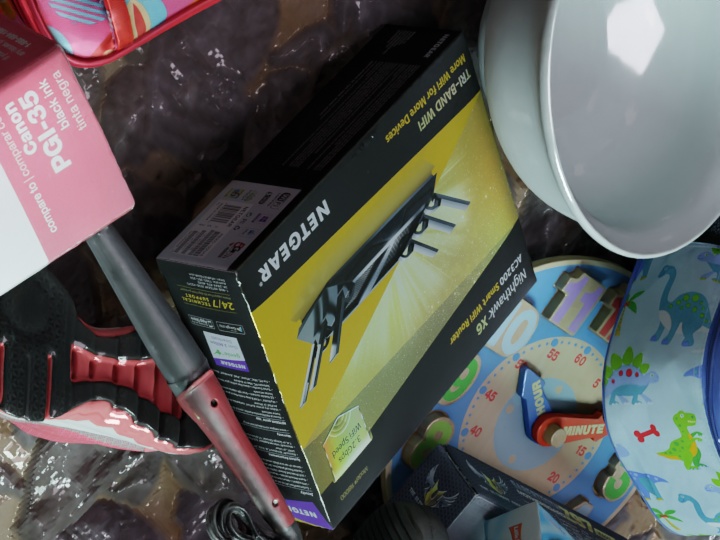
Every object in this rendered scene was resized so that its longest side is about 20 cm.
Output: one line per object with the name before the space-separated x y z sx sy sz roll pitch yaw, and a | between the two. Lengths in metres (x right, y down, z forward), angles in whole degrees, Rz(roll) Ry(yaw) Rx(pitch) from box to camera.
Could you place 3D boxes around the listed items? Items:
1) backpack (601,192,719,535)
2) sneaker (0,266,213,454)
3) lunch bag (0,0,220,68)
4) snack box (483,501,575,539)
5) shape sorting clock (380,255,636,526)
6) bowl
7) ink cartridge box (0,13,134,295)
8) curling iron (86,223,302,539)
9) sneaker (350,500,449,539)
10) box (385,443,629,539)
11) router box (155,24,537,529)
backpack | 0.223 0.039 1.227 0.183 0.146 0.201 51 53 -38
sneaker | -0.154 0.048 1.038 0.199 0.086 0.074 27 58 -45
lunch bag | -0.124 -0.194 0.959 0.175 0.082 0.201 -31 121 -19
snack box | 0.131 0.221 1.203 0.037 0.117 0.200 -22 137 22
shape sorting clock | 0.099 0.086 1.267 0.199 0.039 0.202 -15 117 -30
bowl | 0.123 -0.113 1.148 0.200 0.090 0.203 -14 109 -44
ink cartridge box | -0.215 -0.024 0.923 0.199 0.146 0.083 -35 123 -19
curling iron | -0.078 0.060 1.037 0.050 0.025 0.201 -42 113 -53
sneaker | 0.039 0.188 1.165 0.088 0.074 0.201 -9 134 -18
box | 0.067 0.198 1.266 0.199 0.051 0.158 29 107 -41
router box | 0.000 0.000 1.108 0.200 0.052 0.158 -48 133 -35
